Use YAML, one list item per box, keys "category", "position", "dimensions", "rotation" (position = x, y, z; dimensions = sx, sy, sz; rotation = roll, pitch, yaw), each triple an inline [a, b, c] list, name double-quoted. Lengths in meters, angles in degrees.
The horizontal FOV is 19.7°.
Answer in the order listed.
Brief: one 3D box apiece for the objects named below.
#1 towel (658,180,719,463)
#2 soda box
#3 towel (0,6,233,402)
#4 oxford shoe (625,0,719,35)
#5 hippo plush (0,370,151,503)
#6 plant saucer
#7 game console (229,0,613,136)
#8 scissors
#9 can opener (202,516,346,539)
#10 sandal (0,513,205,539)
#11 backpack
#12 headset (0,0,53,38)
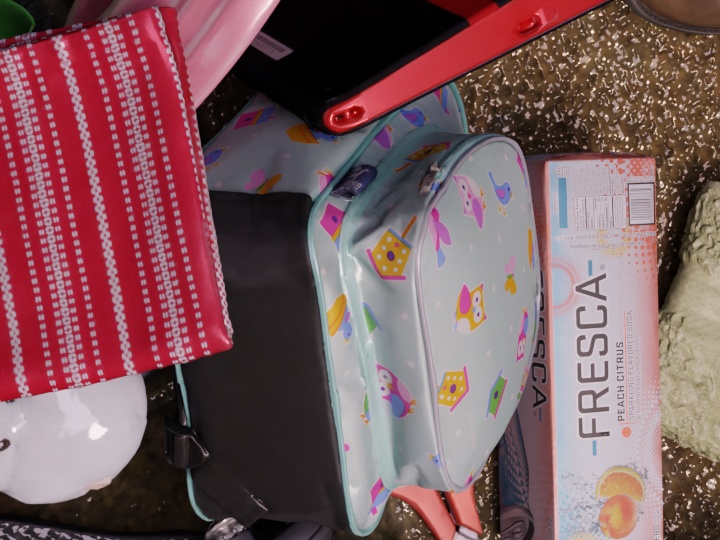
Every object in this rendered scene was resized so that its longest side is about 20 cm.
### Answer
- category: "towel"
  position: [0.240, 0.050, 1.104]
  dimensions: [0.199, 0.036, 0.149]
  rotation: [24, 87, -18]
- category: "soda box"
  position: [0.108, 0.041, 1.042]
  dimensions: [0.063, 0.068, 0.201]
  rotation: [-2, 93, -21]
- category: "towel"
  position: [-0.158, -0.018, 0.819]
  dimensions: [0.199, 0.022, 0.145]
  rotation: [-12, 81, 8]
- category: "oxford shoe"
  position: [0.230, -0.161, 1.062]
  dimensions: [0.199, 0.084, 0.073]
  rotation: [-7, 98, -15]
- category: "hippo plush"
  position: [-0.169, 0.028, 0.907]
  dimensions: [0.199, 0.161, 0.160]
  rotation: [10, 91, -18]
- category: "plant saucer"
  position: [-0.071, -0.144, 0.905]
  dimensions: [0.051, 0.200, 0.201]
  rotation: [32, 84, -19]
- category: "game console"
  position: [0.022, -0.127, 0.939]
  dimensions: [0.176, 0.200, 0.031]
  rotation: [-32, 118, -12]
- category: "scissors"
  position: [0.059, 0.139, 1.064]
  dimensions: [0.073, 0.014, 0.200]
  rotation: [-36, 103, -13]
- category: "can opener"
  position: [-0.092, 0.172, 0.947]
  dimensions: [0.199, 0.063, 0.079]
  rotation: [-31, 95, -6]
- category: "sandal"
  position: [-0.104, 0.155, 1.002]
  dimensions: [0.199, 0.048, 0.076]
  rotation: [15, 90, -5]
- category: "backpack"
  position: [0.000, 0.000, 0.932]
  dimensions: [0.152, 0.200, 0.177]
  rotation: [-2, 121, 16]
- category: "headset"
  position: [-0.233, -0.102, 0.900]
  dimensions: [0.199, 0.124, 0.094]
  rotation: [-2, 122, 6]
